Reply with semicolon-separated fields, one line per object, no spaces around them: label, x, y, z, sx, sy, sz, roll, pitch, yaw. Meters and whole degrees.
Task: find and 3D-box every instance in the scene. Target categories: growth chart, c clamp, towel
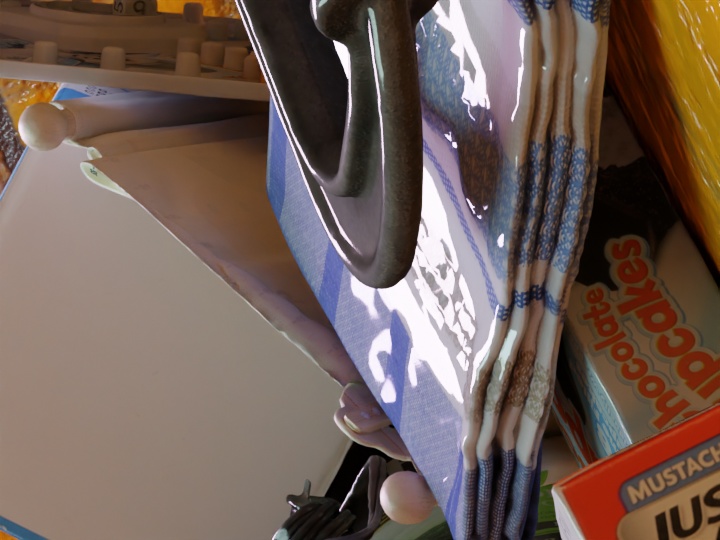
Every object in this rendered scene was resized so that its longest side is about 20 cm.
growth chart;0.000;0.000;0.801;0.144;0.018;0.200;-1;-145;-47
c clamp;-0.023;-0.100;0.600;0.171;0.027;0.201;111;141;-67
towel;0.008;-0.041;0.651;0.200;0.024;0.147;93;153;-48

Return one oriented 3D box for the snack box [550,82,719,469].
snack box;0.058;0.009;0.693;0.116;0.037;0.200;73;172;-66

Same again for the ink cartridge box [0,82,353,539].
ink cartridge box;-0.064;0.011;0.947;0.128;0.126;0.200;26;-168;-7

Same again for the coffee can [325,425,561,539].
coffee can;0.052;0.129;0.857;0.147;0.146;0.200;64;178;-13

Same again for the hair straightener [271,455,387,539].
hair straightener;-0.026;0.090;0.784;0.200;0.041;0.077;116;163;-68

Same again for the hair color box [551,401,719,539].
hair color box;0.105;0.123;0.505;0.111;0.064;0.201;66;179;-73

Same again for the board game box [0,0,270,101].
board game box;-0.083;-0.082;0.916;0.200;0.199;0.026;-66;-19;-79
